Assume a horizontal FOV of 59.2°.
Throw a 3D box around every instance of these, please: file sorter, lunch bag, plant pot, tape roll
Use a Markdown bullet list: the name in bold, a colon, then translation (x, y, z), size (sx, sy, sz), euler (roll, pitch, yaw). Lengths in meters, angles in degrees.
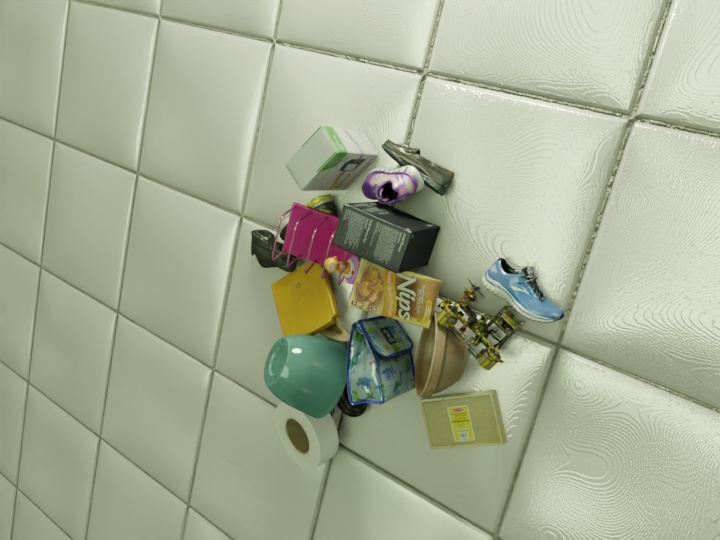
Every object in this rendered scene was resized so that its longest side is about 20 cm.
- **file sorter**: translation (-0.114, -0.066, 1.633), size (0.197, 0.126, 0.141), euler (19, 113, 7)
- **lunch bag**: translation (0.049, 0.215, 1.574), size (0.126, 0.169, 0.203), euler (-10, 87, 33)
- **plant pot**: translation (-0.149, 0.256, 1.615), size (0.200, 0.160, 0.203), euler (-39, 38, 39)
- **tape roll**: translation (-0.150, 0.442, 1.750), size (0.201, 0.070, 0.205), euler (23, 123, 40)
- **plant pot**: translation (0.195, 0.203, 1.495), size (0.091, 0.201, 0.204), euler (10, 102, -3)

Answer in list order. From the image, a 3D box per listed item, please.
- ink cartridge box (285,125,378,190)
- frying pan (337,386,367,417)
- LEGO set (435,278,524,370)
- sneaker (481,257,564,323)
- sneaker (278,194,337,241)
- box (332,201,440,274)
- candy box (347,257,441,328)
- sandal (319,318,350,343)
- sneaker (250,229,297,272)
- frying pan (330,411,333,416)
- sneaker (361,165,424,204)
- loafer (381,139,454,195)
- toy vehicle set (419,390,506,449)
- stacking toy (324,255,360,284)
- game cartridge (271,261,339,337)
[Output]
- **ink cartridge box**: translation (-0.068, -0.276, 1.584), size (0.145, 0.199, 0.088), euler (-40, 77, 28)
- **frying pan**: translation (-0.029, 0.300, 1.714), size (0.114, 0.031, 0.193), euler (-11, 88, 36)
- **LEGO set**: translation (0.278, 0.111, 1.429), size (0.200, 0.153, 0.116), euler (49, 117, 15)
- **sneaker**: translation (0.366, 0.042, 1.405), size (0.199, 0.078, 0.090), euler (37, 115, 25)
- **sneaker**: translation (-0.144, -0.125, 1.722), size (0.199, 0.074, 0.085), euler (-35, 77, 31)
- **box**: translation (0.065, -0.083, 1.506), size (0.180, 0.199, 0.105), euler (24, 107, 23)
- **candy box**: translation (0.079, 0.052, 1.487), size (0.197, 0.055, 0.117), euler (16, 90, -2)
- **sandal**: translation (-0.101, 0.116, 1.717), size (0.211, 0.077, 0.070), euler (31, 116, 32)
- **sneaker**: translation (-0.247, -0.040, 1.804), size (0.200, 0.075, 0.092), euler (39, 124, 40)
- **frying pan**: translation (-0.105, 0.331, 1.736), size (0.114, 0.031, 0.192), euler (32, 125, 38)
- **sneaker**: translation (0.060, -0.199, 1.544), size (0.199, 0.088, 0.081), euler (0, 129, 53)
- **loafer**: translation (0.141, -0.262, 1.537), size (0.200, 0.072, 0.063), euler (41, 95, 16)
- **toy vehicle set**: translation (0.247, 0.365, 1.544), size (0.198, 0.026, 0.126), euler (-13, 87, 33)
- **stacking toy**: translation (0.000, 0.000, 1.554), size (0.117, 0.198, 0.110), euler (-65, 33, 20)
- **game cartridge**: translation (-0.151, 0.085, 1.719), size (0.175, 0.032, 0.202), euler (-30, 59, 20)
